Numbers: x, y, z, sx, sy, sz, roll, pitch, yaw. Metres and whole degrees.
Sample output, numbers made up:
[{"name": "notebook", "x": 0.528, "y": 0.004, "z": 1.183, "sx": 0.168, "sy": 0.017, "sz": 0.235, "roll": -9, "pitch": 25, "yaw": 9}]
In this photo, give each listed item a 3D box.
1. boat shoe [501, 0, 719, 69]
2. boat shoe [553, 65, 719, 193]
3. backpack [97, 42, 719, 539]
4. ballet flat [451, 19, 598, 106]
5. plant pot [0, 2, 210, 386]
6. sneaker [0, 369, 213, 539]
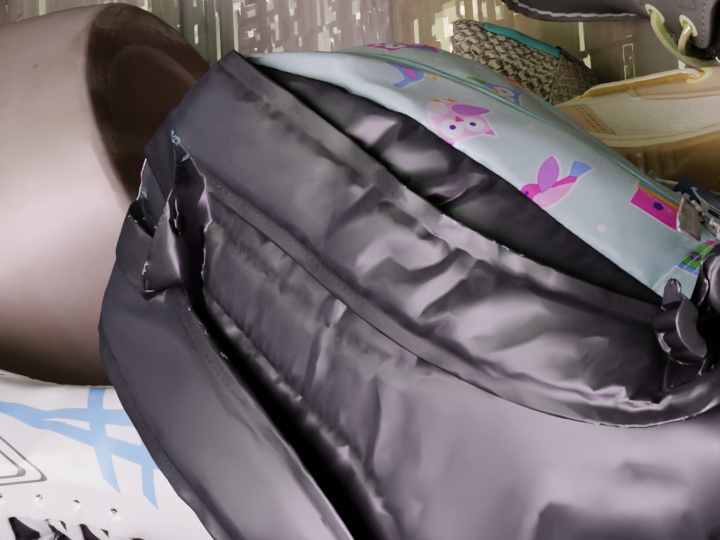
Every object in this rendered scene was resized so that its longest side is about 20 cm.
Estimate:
[{"name": "boat shoe", "x": 0.114, "y": -0.090, "z": 0.852, "sx": 0.201, "sy": 0.072, "sz": 0.060, "roll": -4, "pitch": 78, "yaw": 43}, {"name": "boat shoe", "x": 0.090, "y": -0.022, "z": 0.863, "sx": 0.200, "sy": 0.069, "sz": 0.074, "roll": -3, "pitch": 110, "yaw": 35}, {"name": "backpack", "x": 0.028, "y": 0.026, "z": 0.792, "sx": 0.200, "sy": 0.127, "sz": 0.167, "roll": 39, "pitch": 109, "yaw": 25}, {"name": "ballet flat", "x": 0.000, "y": 0.000, "z": 0.956, "sx": 0.200, "sy": 0.075, "sz": 0.068, "roll": -56, "pitch": 12, "yaw": 25}, {"name": "plant pot", "x": -0.130, "y": -0.005, "z": 1.032, "sx": 0.173, "sy": 0.200, "sz": 0.200, "roll": -27, "pitch": 64, "yaw": 24}, {"name": "sneaker", "x": -0.093, "y": 0.065, "z": 0.892, "sx": 0.200, "sy": 0.072, "sz": 0.073, "roll": 12, "pitch": 72, "yaw": 33}]
